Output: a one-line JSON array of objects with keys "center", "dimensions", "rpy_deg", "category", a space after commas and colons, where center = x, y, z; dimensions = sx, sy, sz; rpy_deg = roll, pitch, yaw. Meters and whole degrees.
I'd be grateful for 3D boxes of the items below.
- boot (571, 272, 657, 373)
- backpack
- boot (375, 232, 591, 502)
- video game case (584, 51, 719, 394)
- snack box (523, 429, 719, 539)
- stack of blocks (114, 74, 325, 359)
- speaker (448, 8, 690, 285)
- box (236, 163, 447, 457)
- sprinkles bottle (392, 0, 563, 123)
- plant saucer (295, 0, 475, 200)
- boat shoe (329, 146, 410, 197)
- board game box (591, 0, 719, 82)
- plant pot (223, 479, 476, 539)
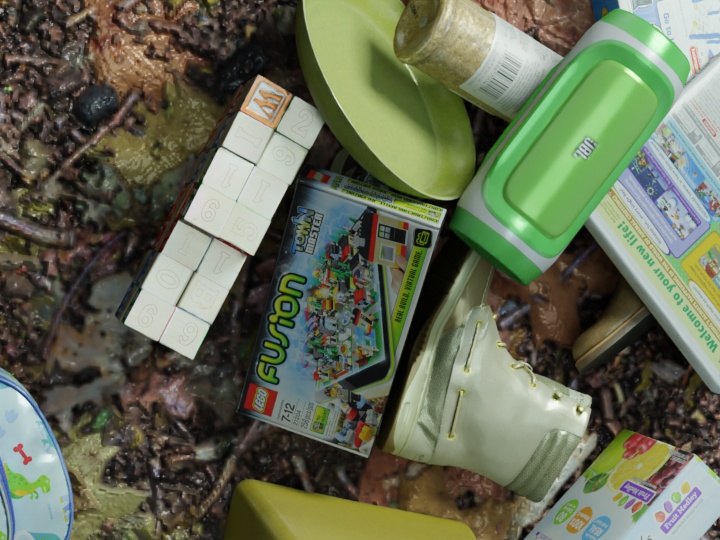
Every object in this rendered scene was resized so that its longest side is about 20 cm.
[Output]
[{"center": [0.229, -0.002, 1.284], "dimensions": [0.075, 0.074, 0.200], "rpy_deg": [43, 78, 9], "category": "boot"}, {"center": [-0.305, 0.161, 1.114], "dimensions": [0.199, 0.147, 0.185], "rpy_deg": [-19, 97, -20], "category": "backpack"}, {"center": [0.113, 0.069, 1.248], "dimensions": [0.154, 0.072, 0.201], "rpy_deg": [20, 92, -12], "category": "boot"}, {"center": [0.282, -0.039, 1.244], "dimensions": [0.182, 0.022, 0.200], "rpy_deg": [-41, 100, -14], "category": "video game case"}, {"center": [0.180, 0.219, 1.231], "dimensions": [0.053, 0.142, 0.200], "rpy_deg": [45, 83, -10], "category": "snack box"}, {"center": [-0.105, -0.038, 1.172], "dimensions": [0.058, 0.115, 0.201], "rpy_deg": [29, 86, -12], "category": "stack of blocks"}, {"center": [0.152, -0.090, 1.165], "dimensions": [0.088, 0.088, 0.200], "rpy_deg": [38, 89, -11], "category": "speaker"}, {"center": [-0.016, 0.032, 1.177], "dimensions": [0.109, 0.035, 0.201], "rpy_deg": [18, 116, 4], "category": "box"}, {"center": [0.120, -0.146, 1.219], "dimensions": [0.199, 0.068, 0.069], "rpy_deg": [27, 86, -28], "category": "sprinkles bottle"}, {"center": [0.014, -0.135, 1.181], "dimensions": [0.031, 0.200, 0.201], "rpy_deg": [-30, 100, 29], "category": "plant saucer"}, {"center": [0.001, 0.000, 1.222], "dimensions": [0.071, 0.066, 0.203], "rpy_deg": [5, 91, -15], "category": "boat shoe"}, {"center": [0.284, -0.237, 1.285], "dimensions": [0.194, 0.056, 0.202], "rpy_deg": [-14, 95, -12], "category": "board game box"}, {"center": [-0.005, 0.284, 1.174], "dimensions": [0.198, 0.176, 0.202], "rpy_deg": [13, 89, -13], "category": "plant pot"}]
